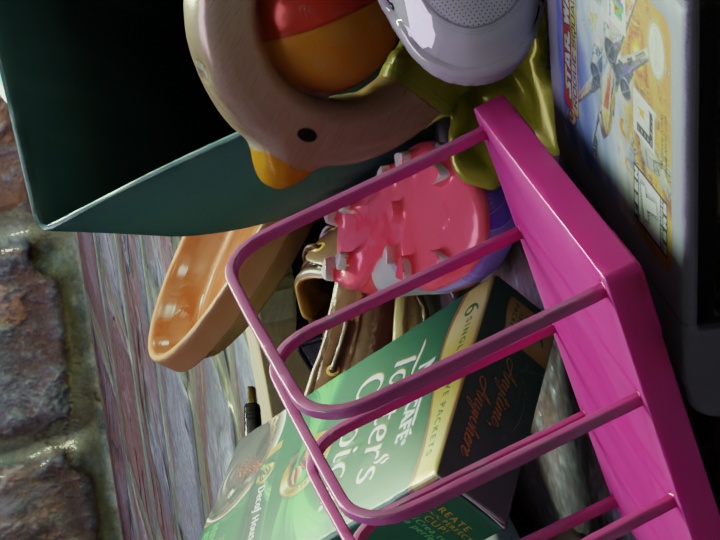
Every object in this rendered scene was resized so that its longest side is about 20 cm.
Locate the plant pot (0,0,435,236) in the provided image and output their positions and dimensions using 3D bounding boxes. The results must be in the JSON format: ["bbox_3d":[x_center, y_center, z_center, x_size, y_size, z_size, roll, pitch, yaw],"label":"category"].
[{"bbox_3d":[-0.052,-0.098,1.111,0.200,0.141,0.142,9,-118,-58],"label":"plant pot"}]

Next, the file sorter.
[{"bbox_3d":[0.048,0.070,0.865,0.139,0.125,0.201,-121,8,-58],"label":"file sorter"}]

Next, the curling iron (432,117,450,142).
[{"bbox_3d":[0.027,-0.145,1.105,0.050,0.025,0.201,126,132,-73],"label":"curling iron"}]

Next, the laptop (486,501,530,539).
[{"bbox_3d":[0.043,0.230,1.190,0.188,0.115,0.201,91,159,-48],"label":"laptop"}]

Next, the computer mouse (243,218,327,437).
[{"bbox_3d":[-0.018,0.032,1.317,0.140,0.046,0.201,-43,42,39],"label":"computer mouse"}]

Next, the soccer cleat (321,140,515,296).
[{"bbox_3d":[0.040,-0.019,1.079,0.200,0.076,0.067,165,106,-72],"label":"soccer cleat"}]

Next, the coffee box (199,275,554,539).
[{"bbox_3d":[0.000,0.093,1.071,0.200,0.044,0.123,-33,27,43],"label":"coffee box"}]

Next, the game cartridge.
[{"bbox_3d":[0.100,-0.067,0.806,0.133,0.041,0.201,-125,25,-54],"label":"game cartridge"}]

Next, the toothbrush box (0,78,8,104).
[{"bbox_3d":[-0.129,-0.192,1.391,0.085,0.199,0.147,-134,34,-70],"label":"toothbrush box"}]

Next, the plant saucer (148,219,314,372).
[{"bbox_3d":[-0.057,-0.033,1.315,0.201,0.032,0.201,-56,16,25],"label":"plant saucer"}]

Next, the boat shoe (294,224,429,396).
[{"bbox_3d":[0.000,0.001,1.210,0.072,0.067,0.201,96,176,-53],"label":"boat shoe"}]

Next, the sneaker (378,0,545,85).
[{"bbox_3d":[0.033,-0.169,0.834,0.115,0.075,0.201,42,-133,-87],"label":"sneaker"}]

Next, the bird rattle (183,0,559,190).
[{"bbox_3d":[0.006,-0.118,0.936,0.113,0.163,0.201,30,144,50],"label":"bird rattle"}]

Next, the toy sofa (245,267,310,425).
[{"bbox_3d":[-0.017,0.080,1.425,0.098,0.082,0.201,-126,26,-75],"label":"toy sofa"}]

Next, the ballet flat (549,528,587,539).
[{"bbox_3d":[0.088,0.151,1.020,0.200,0.069,0.070,173,85,-79],"label":"ballet flat"}]
